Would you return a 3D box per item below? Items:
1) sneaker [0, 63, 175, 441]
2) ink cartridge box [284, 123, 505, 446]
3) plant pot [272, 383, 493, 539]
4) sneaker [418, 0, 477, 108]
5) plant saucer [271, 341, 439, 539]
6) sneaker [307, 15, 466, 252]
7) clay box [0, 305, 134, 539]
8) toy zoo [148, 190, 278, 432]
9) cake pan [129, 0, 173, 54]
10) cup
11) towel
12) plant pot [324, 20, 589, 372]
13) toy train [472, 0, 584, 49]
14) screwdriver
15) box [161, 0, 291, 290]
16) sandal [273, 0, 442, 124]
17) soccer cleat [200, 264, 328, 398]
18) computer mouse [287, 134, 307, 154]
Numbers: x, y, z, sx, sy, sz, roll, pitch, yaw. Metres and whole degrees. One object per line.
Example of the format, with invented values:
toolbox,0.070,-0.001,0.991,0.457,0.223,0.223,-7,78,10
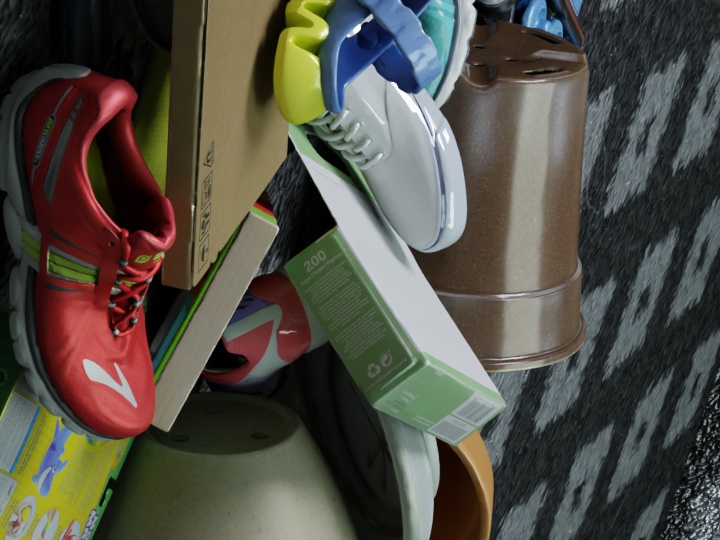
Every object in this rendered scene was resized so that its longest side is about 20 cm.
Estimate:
sneaker,-0.129,-0.004,1.264,0.077,0.085,0.201,-35,121,-51
ink cartridge box,0.000,0.000,1.479,0.048,0.200,0.145,-37,157,10
plant pot,0.002,0.125,1.754,0.140,0.199,0.201,-70,173,-57
sneaker,0.020,-0.193,1.541,0.079,0.077,0.201,-8,97,-43
plant saucer,0.004,0.104,1.575,0.050,0.200,0.201,-17,138,-22
sneaker,-0.004,-0.098,1.487,0.071,0.201,0.073,-27,-177,-39
clay box,-0.182,0.098,1.380,0.115,0.047,0.200,-67,163,-11
toy zoo,-0.091,0.014,1.475,0.132,0.020,0.200,-61,-172,6
cake pan,-0.061,-0.209,1.358,0.200,0.037,0.201,-52,152,-42
cup,-0.087,0.158,1.529,0.200,0.199,0.144,-36,132,-59
towel,-0.117,-0.060,1.433,0.086,0.018,0.201,-9,120,-71
plant pot,0.069,-0.061,1.723,0.200,0.199,0.199,-34,134,-60
toy train,0.121,-0.202,1.855,0.200,0.086,0.115,42,66,-71
screwdriver,-0.140,-0.074,1.316,0.028,0.029,0.201,-51,151,-42
box,-0.064,-0.114,1.311,0.164,0.021,0.201,-59,157,-58
sandal,0.011,-0.168,1.361,0.080,0.086,0.201,74,24,-71
soccer cleat,-0.077,0.046,1.560,0.073,0.069,0.200,-21,173,-22
computer mouse,-0.030,-0.136,1.546,0.200,0.046,0.141,-32,141,-62
